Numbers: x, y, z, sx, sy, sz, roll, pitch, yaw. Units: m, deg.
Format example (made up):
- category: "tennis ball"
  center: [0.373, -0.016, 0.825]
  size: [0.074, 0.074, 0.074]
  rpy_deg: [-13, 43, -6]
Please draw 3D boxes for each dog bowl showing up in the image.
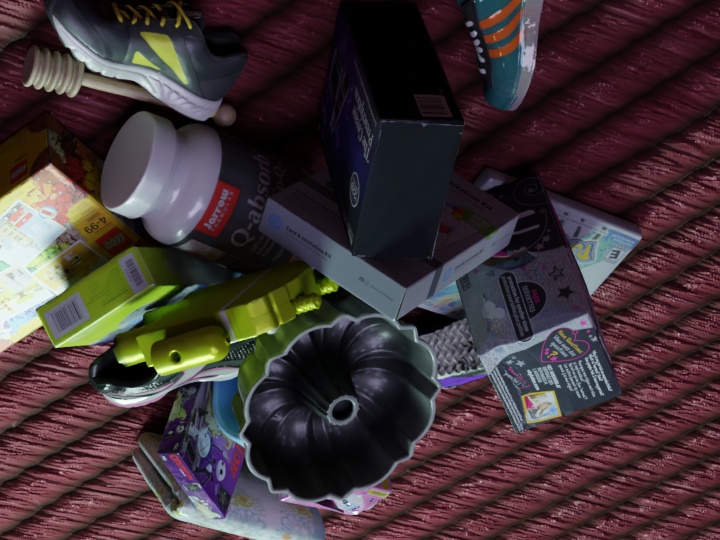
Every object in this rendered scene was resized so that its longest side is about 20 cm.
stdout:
- category: "dog bowl"
  center: [-0.093, 0.082, 1.682]
  size: [0.111, 0.201, 0.050]
  rpy_deg: [-7, 164, 34]

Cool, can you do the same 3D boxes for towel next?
- category: "towel"
  center: [-0.144, 0.237, 1.834]
  size: [0.171, 0.200, 0.048]
  rpy_deg: [15, 98, -25]

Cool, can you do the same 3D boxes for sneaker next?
- category: "sneaker"
  center: [-0.168, 0.076, 1.627]
  size: [0.200, 0.081, 0.086]
  rpy_deg: [-29, 169, 8]
- category: "sneaker"
  center: [0.064, 0.100, 1.827]
  size: [0.199, 0.070, 0.100]
  rpy_deg: [-6, 164, 11]
- category: "sneaker"
  center: [-0.182, -0.206, 1.480]
  size: [0.200, 0.075, 0.085]
  rpy_deg: [25, 119, -42]
- category: "sneaker"
  center: [0.117, -0.231, 1.520]
  size: [0.080, 0.071, 0.201]
  rpy_deg: [0, 129, -6]

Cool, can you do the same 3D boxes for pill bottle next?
- category: "pill bottle"
  center: [-0.131, -0.066, 1.582]
  size: [0.200, 0.116, 0.116]
  rpy_deg: [21, 126, -33]

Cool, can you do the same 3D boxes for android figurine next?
- category: "android figurine"
  center: [-0.115, 0.039, 1.516]
  size: [0.199, 0.182, 0.041]
  rpy_deg: [-15, 102, 21]

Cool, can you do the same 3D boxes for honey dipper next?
- category: "honey dipper"
  center: [-0.203, -0.162, 1.539]
  size: [0.199, 0.038, 0.038]
  rpy_deg: [11, 131, -28]

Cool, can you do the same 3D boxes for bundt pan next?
- category: "bundt pan"
  center: [-0.031, 0.110, 1.585]
  size: [0.201, 0.076, 0.203]
  rpy_deg: [-13, 123, -21]

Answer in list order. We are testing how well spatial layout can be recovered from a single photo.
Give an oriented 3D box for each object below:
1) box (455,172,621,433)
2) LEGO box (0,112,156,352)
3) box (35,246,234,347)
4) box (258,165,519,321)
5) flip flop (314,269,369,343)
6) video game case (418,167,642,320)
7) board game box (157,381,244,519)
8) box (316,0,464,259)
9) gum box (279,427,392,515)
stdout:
- category: "box"
  center: [0.162, 0.028, 1.655]
  size: [0.114, 0.200, 0.132]
  rpy_deg: [-22, 134, 7]
- category: "LEGO box"
  center: [-0.316, -0.032, 1.606]
  size: [0.200, 0.077, 0.149]
  rpy_deg: [-32, 132, 18]
- category: "box"
  center: [-0.205, 0.023, 1.629]
  size: [0.122, 0.048, 0.200]
  rpy_deg: [-32, 170, 18]
- category: "box"
  center: [0.029, -0.044, 1.549]
  size: [0.200, 0.156, 0.041]
  rpy_deg: [-30, 147, -50]
- category: "flip flop"
  center: [0.000, 0.000, 1.664]
  size: [0.081, 0.200, 0.058]
  rpy_deg: [34, 161, 0]
- category: "video game case"
  center: [0.161, -0.009, 1.775]
  size: [0.199, 0.022, 0.182]
  rpy_deg: [18, 127, -28]
- category: "board game box"
  center: [-0.142, 0.134, 1.725]
  size: [0.032, 0.200, 0.120]
  rpy_deg: [0, 141, 20]
- category: "box"
  center: [0.022, -0.124, 1.495]
  size: [0.079, 0.200, 0.142]
  rpy_deg: [0, 127, -12]
- category: "gum box"
  center: [-0.043, 0.146, 1.732]
  size: [0.066, 0.201, 0.113]
  rpy_deg: [-28, 152, 26]
